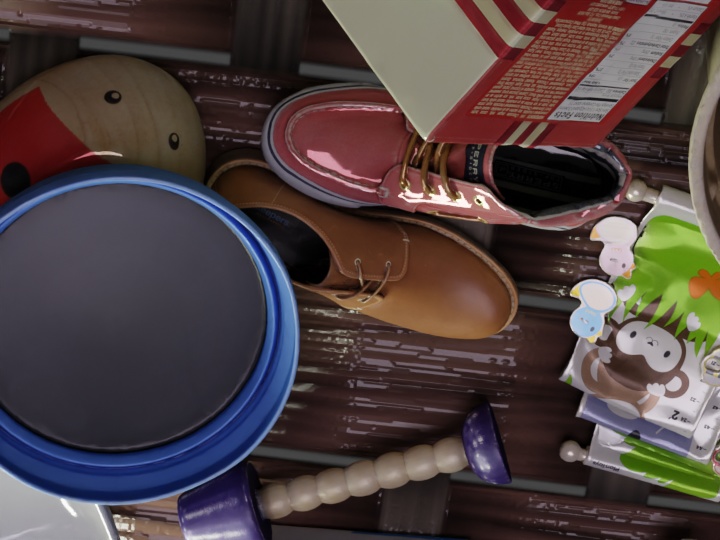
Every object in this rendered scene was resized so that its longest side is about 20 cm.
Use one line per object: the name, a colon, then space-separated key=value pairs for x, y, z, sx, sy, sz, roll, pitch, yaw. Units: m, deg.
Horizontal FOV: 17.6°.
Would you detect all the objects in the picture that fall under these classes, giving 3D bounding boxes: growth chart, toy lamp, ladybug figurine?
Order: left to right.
ladybug figurine: x=-0.168 y=-0.030 z=1.319 sx=0.136 sy=0.072 sz=0.200 roll=31 pitch=112 yaw=-15
toy lamp: x=-0.012 y=0.128 z=1.408 sx=0.200 sy=0.058 sz=0.058 roll=-16 pitch=115 yaw=4
growth chart: x=0.191 y=0.046 z=1.392 sx=0.145 sy=0.018 sz=0.200 roll=11 pitch=115 yaw=-5

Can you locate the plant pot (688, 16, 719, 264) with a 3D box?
plant pot: x=0.260 y=-0.096 z=1.230 sx=0.200 sy=0.184 sz=0.201 roll=-1 pitch=116 yaw=-1

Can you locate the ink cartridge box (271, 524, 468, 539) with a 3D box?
ink cartridge box: x=-0.009 y=0.269 z=1.461 sx=0.144 sy=0.085 sz=0.200 roll=4 pitch=117 yaw=-3

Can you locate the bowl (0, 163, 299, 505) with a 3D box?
bowl: x=-0.134 y=0.034 z=1.285 sx=0.201 sy=0.039 sz=0.201 roll=-3 pitch=115 yaw=-7

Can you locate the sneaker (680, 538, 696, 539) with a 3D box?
sneaker: x=0.132 y=0.239 z=1.453 sx=0.121 sy=0.084 sz=0.200 roll=16 pitch=116 yaw=-19

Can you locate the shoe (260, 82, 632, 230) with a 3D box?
shoe: x=0.048 y=-0.065 z=1.283 sx=0.200 sy=0.091 sz=0.071 roll=11 pitch=86 yaw=-9

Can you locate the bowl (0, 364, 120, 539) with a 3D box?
bowl: x=-0.252 y=0.135 z=1.391 sx=0.200 sy=0.075 sz=0.200 roll=-17 pitch=121 yaw=9

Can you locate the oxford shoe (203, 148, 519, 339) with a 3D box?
oxford shoe: x=0.000 y=0.000 z=1.337 sx=0.200 sy=0.071 sz=0.071 roll=21 pitch=114 yaw=-13

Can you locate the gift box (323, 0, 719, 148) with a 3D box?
gift box: x=0.087 y=-0.191 z=1.161 sx=0.200 sy=0.185 sz=0.187 roll=-47 pitch=65 yaw=24
